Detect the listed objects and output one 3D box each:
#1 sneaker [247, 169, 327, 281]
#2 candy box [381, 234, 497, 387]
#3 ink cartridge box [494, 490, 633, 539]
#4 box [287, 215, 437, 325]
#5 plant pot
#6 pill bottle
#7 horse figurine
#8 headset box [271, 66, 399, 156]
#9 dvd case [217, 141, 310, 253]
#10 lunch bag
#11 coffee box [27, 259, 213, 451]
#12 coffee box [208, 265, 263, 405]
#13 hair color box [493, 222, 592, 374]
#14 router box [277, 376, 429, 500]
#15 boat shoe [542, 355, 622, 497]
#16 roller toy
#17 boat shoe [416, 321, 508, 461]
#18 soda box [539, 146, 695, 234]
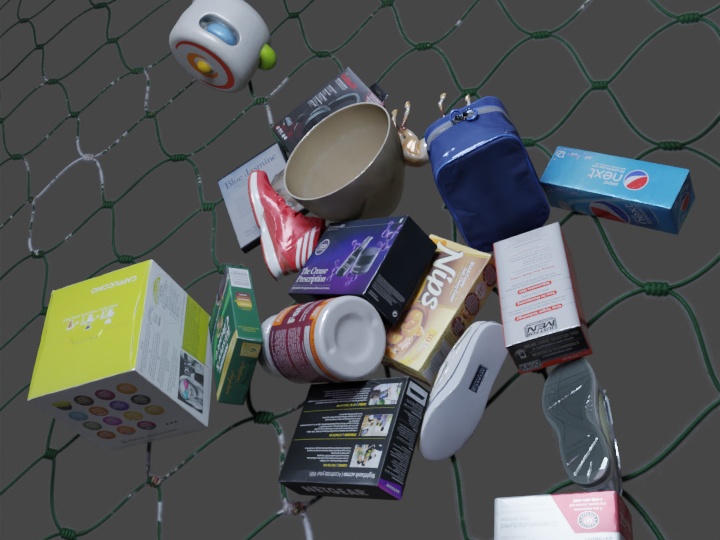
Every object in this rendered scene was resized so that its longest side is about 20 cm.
[{"bbox_3d":[-0.116,-0.089,1.502,0.114,0.078,0.202,-17,73,5],"label":"sneaker"},{"bbox_3d":[0.102,0.054,1.285,0.115,0.055,0.201,21,70,40],"label":"candy box"},{"bbox_3d":[0.224,0.355,0.976,0.144,0.083,0.202,-10,52,23],"label":"ink cartridge box"},{"bbox_3d":[0.000,0.000,1.328,0.199,0.079,0.142,-2,49,53],"label":"box"},{"bbox_3d":[-0.005,-0.149,1.435,0.199,0.135,0.202,-24,42,23],"label":"plant pot"},{"bbox_3d":[-0.063,0.102,1.270,0.199,0.114,0.115,-13,47,54],"label":"pill bottle"},{"bbox_3d":[0.112,-0.219,1.475,0.197,0.050,0.134,-8,74,15],"label":"horse figurine"},{"bbox_3d":[-0.037,-0.255,1.580,0.199,0.077,0.149,-38,47,2],"label":"headset box"},{"bbox_3d":[-0.177,-0.136,1.613,0.142,0.018,0.201,-32,47,7],"label":"dvd case"},{"bbox_3d":[0.175,-0.147,1.288,0.135,0.201,0.133,-23,35,10],"label":"lunch bag"},{"bbox_3d":[-0.364,0.137,1.400,0.197,0.198,0.202,-16,51,19],"label":"coffee box"},{"bbox_3d":[-0.193,0.094,1.364,0.201,0.043,0.124,-111,36,-55],"label":"coffee box"},{"bbox_3d":[0.239,0.033,1.194,0.100,0.062,0.201,-18,39,19],"label":"hair color box"},{"bbox_3d":[-0.012,0.223,1.196,0.199,0.051,0.151,-11,50,46],"label":"router box"},{"bbox_3d":[0.272,0.188,1.083,0.074,0.065,0.203,-31,32,19],"label":"boat shoe"},{"bbox_3d":[-0.286,-0.454,1.797,0.198,0.183,0.141,14,65,36],"label":"roller toy"},{"bbox_3d":[0.128,0.156,1.192,0.202,0.071,0.066,-65,20,-6],"label":"boat shoe"},{"bbox_3d":[0.357,-0.114,1.254,0.198,0.064,0.068,18,68,38],"label":"soda box"}]
